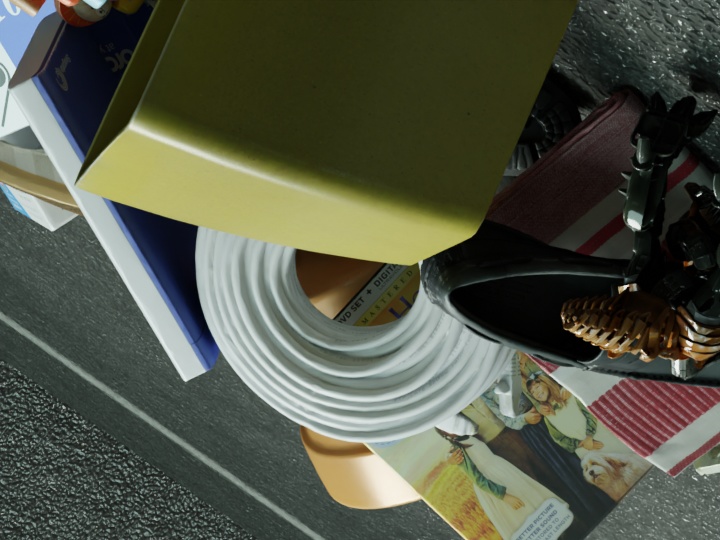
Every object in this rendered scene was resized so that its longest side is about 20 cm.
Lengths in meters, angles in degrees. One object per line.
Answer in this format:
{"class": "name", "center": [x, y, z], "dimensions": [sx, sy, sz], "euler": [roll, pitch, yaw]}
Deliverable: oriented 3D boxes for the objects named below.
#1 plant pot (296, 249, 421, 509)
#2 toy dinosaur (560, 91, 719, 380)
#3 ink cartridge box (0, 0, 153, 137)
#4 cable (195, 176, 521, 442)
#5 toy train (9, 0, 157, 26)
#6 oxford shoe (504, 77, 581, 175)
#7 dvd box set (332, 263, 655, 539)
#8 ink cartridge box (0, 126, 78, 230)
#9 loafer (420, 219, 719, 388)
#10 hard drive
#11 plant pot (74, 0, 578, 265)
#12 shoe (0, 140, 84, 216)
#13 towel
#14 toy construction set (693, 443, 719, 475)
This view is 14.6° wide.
{"class": "plant pot", "center": [0.030, 0.034, 1.779], "dimensions": [0.140, 0.200, 0.200], "euler": [58, 159, -19]}
{"class": "toy dinosaur", "center": [0.168, -0.001, 1.373], "dimensions": [0.102, 0.136, 0.200], "euler": [16, -155, 13]}
{"class": "ink cartridge box", "center": [-0.216, -0.139, 1.740], "dimensions": [0.200, 0.044, 0.094], "euler": [-19, 110, 33]}
{"class": "cable", "center": [0.000, 0.000, 1.610], "dimensions": [0.199, 0.201, 0.069], "euler": [8, -162, 11]}
{"class": "toy train", "center": [-0.131, -0.137, 1.598], "dimensions": [0.200, 0.056, 0.150], "euler": [33, -170, -21]}
{"class": "oxford shoe", "center": [0.032, -0.109, 1.535], "dimensions": [0.199, 0.073, 0.084], "euler": [22, -162, 13]}
{"class": "dvd box set", "center": [0.077, 0.074, 1.677], "dimensions": [0.200, 0.146, 0.029], "euler": [44, -170, -1]}
{"class": "ink cartridge box", "center": [-0.239, -0.137, 1.878], "dimensions": [0.200, 0.084, 0.145], "euler": [58, 171, -15]}
{"class": "loafer", "center": [0.127, 0.026, 1.456], "dimensions": [0.200, 0.068, 0.070], "euler": [15, -156, -12]}
{"class": "hard drive", "center": [-0.137, -0.048, 1.651], "dimensions": [0.200, 0.025, 0.132], "euler": [60, -167, -19]}
{"class": "plant pot", "center": [-0.009, -0.107, 1.384], "dimensions": [0.176, 0.201, 0.200], "euler": [25, 168, -10]}
{"class": "shoe", "center": [-0.144, -0.055, 1.793], "dimensions": [0.199, 0.054, 0.070], "euler": [16, 175, -1]}
{"class": "towel", "center": [0.153, 0.010, 1.502], "dimensions": [0.200, 0.144, 0.023], "euler": [42, -158, -23]}
{"class": "toy construction set", "center": [0.171, 0.023, 1.589], "dimensions": [0.200, 0.092, 0.131], "euler": [54, 159, -26]}
